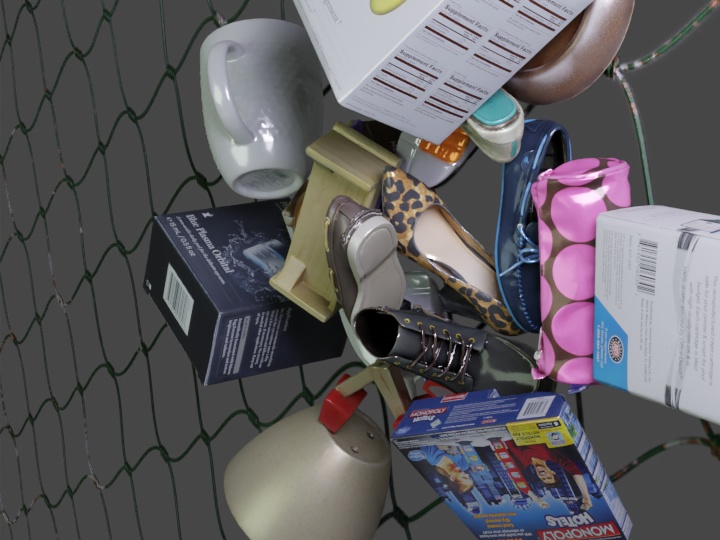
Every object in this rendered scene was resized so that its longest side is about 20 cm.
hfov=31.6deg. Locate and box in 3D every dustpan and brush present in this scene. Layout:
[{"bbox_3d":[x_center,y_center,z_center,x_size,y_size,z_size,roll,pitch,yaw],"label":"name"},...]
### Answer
[{"bbox_3d":[0.044,0.099,1.441,0.138,0.057,0.203,-1,96,37],"label":"dustpan and brush"}]

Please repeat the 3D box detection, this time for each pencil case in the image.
[{"bbox_3d":[0.195,0.002,1.128,0.091,0.092,0.203,-50,-43,-74],"label":"pencil case"}]

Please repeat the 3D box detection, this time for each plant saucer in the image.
[{"bbox_3d":[0.163,-0.254,1.159,0.199,0.032,0.203,0,90,51],"label":"plant saucer"}]

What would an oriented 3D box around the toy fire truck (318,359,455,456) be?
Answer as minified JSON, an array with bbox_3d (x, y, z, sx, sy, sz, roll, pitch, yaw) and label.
[{"bbox_3d":[0.047,0.141,1.390,0.141,0.049,0.201,39,138,5],"label":"toy fire truck"}]

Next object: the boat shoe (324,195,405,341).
[{"bbox_3d":[0.000,0.000,1.277,0.059,0.072,0.201,42,160,26],"label":"boat shoe"}]

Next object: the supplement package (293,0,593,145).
[{"bbox_3d":[0.059,-0.260,1.114,0.200,0.146,0.193,-41,57,27],"label":"supplement package"}]

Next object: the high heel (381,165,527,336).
[{"bbox_3d":[0.103,-0.021,1.243,0.142,0.071,0.201,14,144,48],"label":"high heel"}]

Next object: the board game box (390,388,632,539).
[{"bbox_3d":[0.161,0.210,1.228,0.198,0.062,0.201,-12,118,40],"label":"board game box"}]

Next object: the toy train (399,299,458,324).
[{"bbox_3d":[0.079,0.063,1.347,0.199,0.046,0.035,26,103,31],"label":"toy train"}]

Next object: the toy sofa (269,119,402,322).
[{"bbox_3d":[-0.021,-0.054,1.349,0.082,0.097,0.201,33,130,16],"label":"toy sofa"}]

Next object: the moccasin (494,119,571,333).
[{"bbox_3d":[0.166,-0.040,1.188,0.068,0.080,0.203,4,101,63],"label":"moccasin"}]

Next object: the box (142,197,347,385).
[{"bbox_3d":[-0.138,0.020,1.573,0.197,0.198,0.118,50,137,38],"label":"box"}]

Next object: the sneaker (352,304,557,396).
[{"bbox_3d":[0.088,0.089,1.246,0.198,0.106,0.076,17,91,32],"label":"sneaker"}]

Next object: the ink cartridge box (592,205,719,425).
[{"bbox_3d":[0.282,0.036,1.019,0.199,0.085,0.149,17,112,54],"label":"ink cartridge box"}]

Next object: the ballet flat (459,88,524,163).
[{"bbox_3d":[0.089,-0.172,1.213,0.201,0.067,0.063,57,170,38],"label":"ballet flat"}]

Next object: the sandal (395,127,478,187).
[{"bbox_3d":[0.113,-0.169,1.273,0.079,0.059,0.208,44,112,34],"label":"sandal"}]

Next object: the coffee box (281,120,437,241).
[{"bbox_3d":[-0.004,-0.072,1.452,0.200,0.079,0.114,-47,59,52],"label":"coffee box"}]

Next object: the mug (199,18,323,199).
[{"bbox_3d":[-0.124,-0.191,1.482,0.146,0.200,0.178,-12,69,18],"label":"mug"}]

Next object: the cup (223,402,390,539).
[{"bbox_3d":[-0.043,0.241,1.513,0.144,0.199,0.201,-54,51,24],"label":"cup"}]
